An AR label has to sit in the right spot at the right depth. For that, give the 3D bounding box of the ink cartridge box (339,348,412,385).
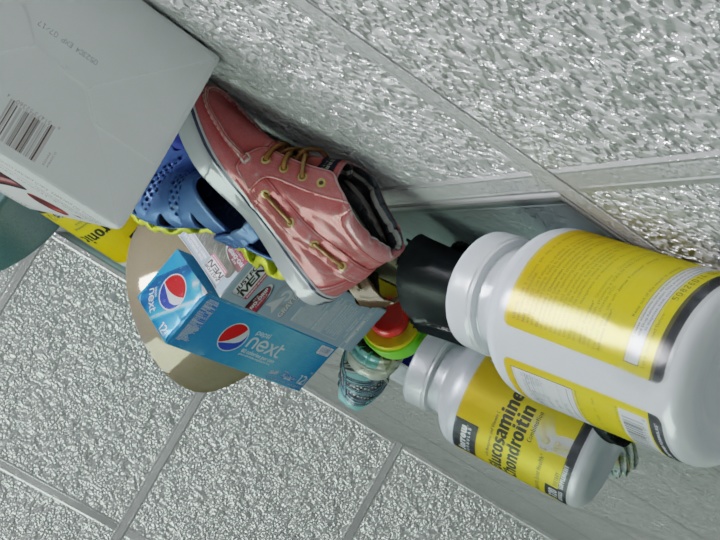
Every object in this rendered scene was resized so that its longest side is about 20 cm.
[{"bbox_3d":[0.058,0.113,1.804,0.199,0.041,0.200,30,171,-1],"label":"ink cartridge box"}]

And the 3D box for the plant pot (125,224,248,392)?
[{"bbox_3d":[-0.129,0.015,1.490,0.134,0.201,0.200,-17,144,29],"label":"plant pot"}]

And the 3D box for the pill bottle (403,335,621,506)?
[{"bbox_3d":[0.145,0.131,1.350,0.199,0.112,0.112,26,170,24],"label":"pill bottle"}]

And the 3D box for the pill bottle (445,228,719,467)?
[{"bbox_3d":[0.149,0.037,0.876,0.200,0.112,0.112,21,168,46],"label":"pill bottle"}]

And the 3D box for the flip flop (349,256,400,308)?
[{"bbox_3d":[0.000,0.000,1.308,0.199,0.058,0.081,29,167,25],"label":"flip flop"}]

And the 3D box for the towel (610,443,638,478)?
[{"bbox_3d":[0.202,0.147,1.528,0.199,0.048,0.171,27,167,21],"label":"towel"}]

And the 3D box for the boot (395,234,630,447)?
[{"bbox_3d":[0.128,0.050,1.117,0.168,0.077,0.200,18,158,39],"label":"boot"}]

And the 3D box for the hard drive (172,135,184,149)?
[{"bbox_3d":[-0.106,-0.100,1.210,0.199,0.025,0.132,28,171,12],"label":"hard drive"}]

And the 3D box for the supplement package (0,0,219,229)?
[{"bbox_3d":[-0.246,-0.144,1.025,0.191,0.148,0.200,35,169,-28],"label":"supplement package"}]

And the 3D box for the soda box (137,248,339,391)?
[{"bbox_3d":[-0.113,0.050,1.354,0.200,0.064,0.068,27,-161,-50],"label":"soda box"}]

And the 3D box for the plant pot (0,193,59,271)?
[{"bbox_3d":[-0.467,-0.111,1.741,0.196,0.201,0.196,28,171,13],"label":"plant pot"}]

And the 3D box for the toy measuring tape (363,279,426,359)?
[{"bbox_3d":[0.004,0.042,1.493,0.199,0.074,0.074,25,170,25],"label":"toy measuring tape"}]

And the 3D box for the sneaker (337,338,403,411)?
[{"bbox_3d":[0.005,0.095,1.592,0.077,0.087,0.200,27,-165,2],"label":"sneaker"}]

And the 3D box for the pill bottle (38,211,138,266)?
[{"bbox_3d":[-0.271,-0.073,1.611,0.200,0.112,0.111,35,170,-33],"label":"pill bottle"}]

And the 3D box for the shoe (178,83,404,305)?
[{"bbox_3d":[-0.052,-0.073,1.077,0.091,0.071,0.200,-30,100,32],"label":"shoe"}]

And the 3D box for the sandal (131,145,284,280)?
[{"bbox_3d":[-0.125,-0.062,1.180,0.199,0.080,0.087,18,165,16],"label":"sandal"}]

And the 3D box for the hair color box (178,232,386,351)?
[{"bbox_3d":[-0.072,0.001,1.353,0.200,0.061,0.099,26,-160,-50],"label":"hair color box"}]
